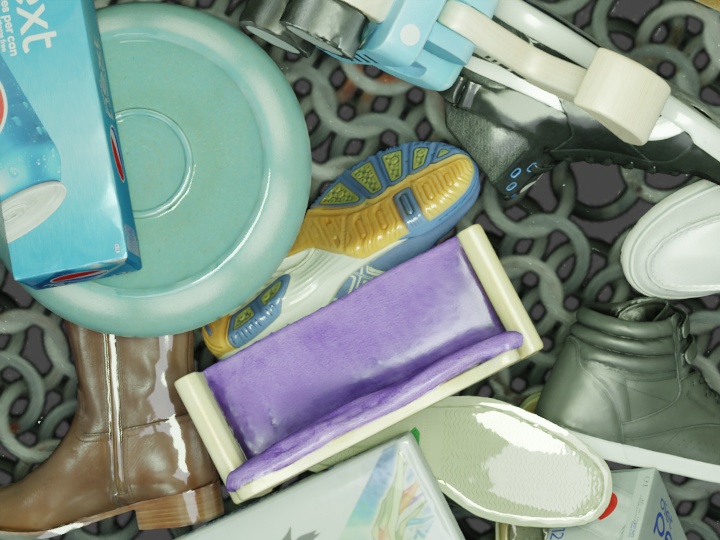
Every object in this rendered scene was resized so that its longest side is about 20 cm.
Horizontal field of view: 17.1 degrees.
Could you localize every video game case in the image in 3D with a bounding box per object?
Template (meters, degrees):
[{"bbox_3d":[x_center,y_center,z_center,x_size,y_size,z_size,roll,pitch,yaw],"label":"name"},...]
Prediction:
[{"bbox_3d":[-0.007,0.222,1.429,0.182,0.022,0.200,-26,94,11],"label":"video game case"}]

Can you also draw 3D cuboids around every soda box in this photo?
[{"bbox_3d":[-0.178,-0.094,1.365,0.068,0.064,0.200,-11,84,2],"label":"soda box"},{"bbox_3d":[0.180,0.216,1.494,0.063,0.068,0.200,-6,129,26],"label":"soda box"}]

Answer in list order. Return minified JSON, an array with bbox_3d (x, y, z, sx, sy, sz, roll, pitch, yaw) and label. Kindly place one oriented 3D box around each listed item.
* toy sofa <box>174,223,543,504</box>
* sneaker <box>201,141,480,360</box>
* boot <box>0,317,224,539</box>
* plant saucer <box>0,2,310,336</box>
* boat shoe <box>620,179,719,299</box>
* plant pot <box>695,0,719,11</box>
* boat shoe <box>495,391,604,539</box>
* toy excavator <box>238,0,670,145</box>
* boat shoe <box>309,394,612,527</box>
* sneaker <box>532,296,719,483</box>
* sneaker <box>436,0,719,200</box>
[{"bbox_3d":[-0.001,0.054,1.374,0.200,0.098,0.083,-28,84,6],"label":"toy sofa"},{"bbox_3d":[0.000,0.000,1.460,0.200,0.075,0.088,-35,128,16],"label":"sneaker"},{"bbox_3d":[-0.178,0.060,1.466,0.186,0.064,0.200,-7,97,14],"label":"boot"},{"bbox_3d":[-0.130,-0.062,1.412,0.200,0.027,0.200,0,85,3],"label":"plant saucer"},{"bbox_3d":[0.262,-0.022,1.472,0.200,0.069,0.072,-10,107,-1],"label":"boat shoe"},{"bbox_3d":[0.273,-0.243,1.368,0.186,0.186,0.200,20,90,-10],"label":"plant pot"},{"bbox_3d":[0.118,0.177,1.519,0.073,0.063,0.201,9,103,-6],"label":"boat shoe"},{"bbox_3d":[0.058,-0.140,1.368,0.200,0.194,0.100,26,86,-24],"label":"toy excavator"},{"bbox_3d":[0.057,0.105,1.446,0.200,0.068,0.072,13,95,12],"label":"boat shoe"},{"bbox_3d":[0.206,0.073,1.484,0.200,0.071,0.099,11,99,-23],"label":"sneaker"},{"bbox_3d":[0.139,-0.076,1.451,0.200,0.073,0.112,32,104,-4],"label":"sneaker"}]
